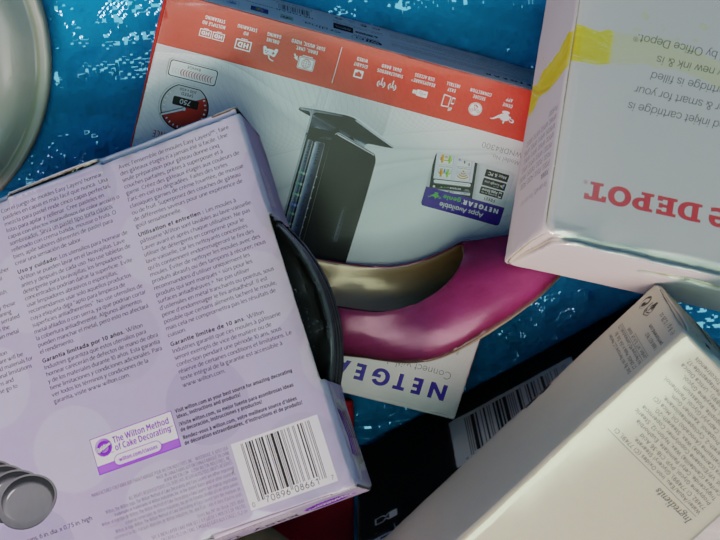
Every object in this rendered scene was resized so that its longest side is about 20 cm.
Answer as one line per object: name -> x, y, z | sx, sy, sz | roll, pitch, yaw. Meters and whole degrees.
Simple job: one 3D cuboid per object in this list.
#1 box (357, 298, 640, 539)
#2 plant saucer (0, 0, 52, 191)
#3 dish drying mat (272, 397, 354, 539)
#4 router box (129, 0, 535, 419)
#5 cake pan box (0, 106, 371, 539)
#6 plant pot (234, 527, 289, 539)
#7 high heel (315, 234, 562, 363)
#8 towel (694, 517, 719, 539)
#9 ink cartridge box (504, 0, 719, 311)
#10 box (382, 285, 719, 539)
box -> 0.127, 0.152, 0.986 | 0.195, 0.118, 0.201 | -28, 108, 8
plant saucer -> -0.252, -0.101, 0.915 | 0.198, 0.050, 0.202 | -1, 111, -2
dish drying mat -> -0.041, 0.168, 1.020 | 0.076, 0.018, 0.202 | 0, 100, -5
router box -> -0.021, -0.035, 0.946 | 0.198, 0.049, 0.181 | 14, 110, -7
cake pan box -> -0.108, 0.043, 0.865 | 0.198, 0.052, 0.186 | -21, 80, 6
plant pot -> -0.098, 0.183, 0.939 | 0.186, 0.200, 0.188 | -26, 142, -23
high heel -> 0.000, 0.000, 0.900 | 0.198, 0.067, 0.097 | -24, 107, 4
towel -> 0.142, 0.171, 0.920 | 0.198, 0.023, 0.145 | 10, 111, -6
ink cartridge box -> 0.156, -0.089, 0.867 | 0.144, 0.083, 0.202 | 12, 78, -7
box -> 0.093, 0.108, 0.845 | 0.200, 0.068, 0.082 | -43, 106, 10
